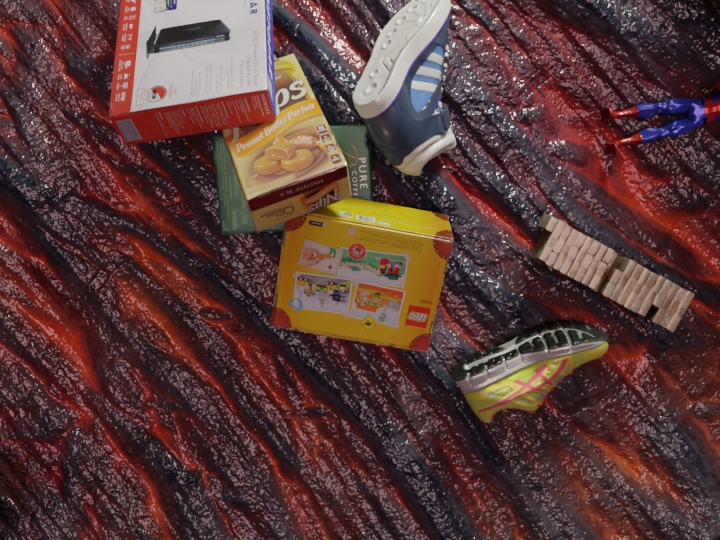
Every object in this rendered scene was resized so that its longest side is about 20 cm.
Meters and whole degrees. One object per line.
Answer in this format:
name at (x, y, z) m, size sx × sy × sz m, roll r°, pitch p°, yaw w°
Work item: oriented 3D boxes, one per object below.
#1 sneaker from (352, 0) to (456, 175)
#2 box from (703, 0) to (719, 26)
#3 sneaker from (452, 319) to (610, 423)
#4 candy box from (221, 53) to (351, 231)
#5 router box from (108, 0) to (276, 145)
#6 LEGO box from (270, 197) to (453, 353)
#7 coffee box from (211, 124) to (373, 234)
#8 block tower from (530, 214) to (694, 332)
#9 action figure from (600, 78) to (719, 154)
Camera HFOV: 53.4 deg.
sneaker at (0.076, -0.215, 0.864) m, size 0.147 × 0.079 × 0.203 m, roll 48°, pitch 61°, yaw -39°
box at (0.476, -0.359, 0.760) m, size 0.162 × 0.200 × 0.168 m, roll -35°, pitch 94°, yaw 6°
sneaker at (0.218, 0.129, 0.895) m, size 0.195 × 0.078 × 0.092 m, roll -20°, pitch 104°, yaw 10°
candy box at (-0.095, -0.150, 0.810) m, size 0.112 × 0.056 × 0.203 m, roll -19°, pitch 55°, yaw -7°
router box at (-0.188, -0.250, 0.818) m, size 0.174 × 0.049 × 0.205 m, roll -9°, pitch 60°, yaw 3°
LEGO box at (0.000, 0.000, 0.853) m, size 0.194 × 0.078 × 0.153 m, roll 10°, pitch 116°, yaw -4°
coffee box at (-0.080, -0.112, 0.886) m, size 0.193 × 0.044 × 0.127 m, roll -5°, pitch 97°, yaw 3°
block tower at (0.303, 0.003, 0.881) m, size 0.196 × 0.054 × 0.059 m, roll 30°, pitch 96°, yaw -1°
action figure at (0.396, -0.184, 0.838) m, size 0.194 × 0.099 × 0.067 m, roll -12°, pitch 98°, yaw 1°
